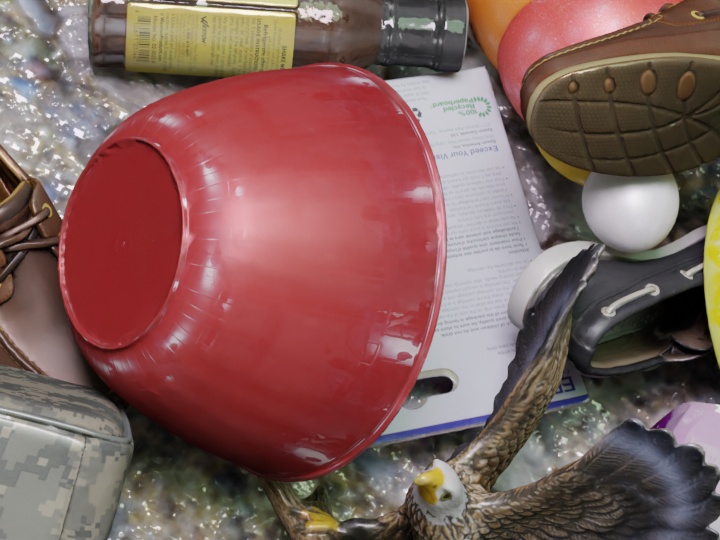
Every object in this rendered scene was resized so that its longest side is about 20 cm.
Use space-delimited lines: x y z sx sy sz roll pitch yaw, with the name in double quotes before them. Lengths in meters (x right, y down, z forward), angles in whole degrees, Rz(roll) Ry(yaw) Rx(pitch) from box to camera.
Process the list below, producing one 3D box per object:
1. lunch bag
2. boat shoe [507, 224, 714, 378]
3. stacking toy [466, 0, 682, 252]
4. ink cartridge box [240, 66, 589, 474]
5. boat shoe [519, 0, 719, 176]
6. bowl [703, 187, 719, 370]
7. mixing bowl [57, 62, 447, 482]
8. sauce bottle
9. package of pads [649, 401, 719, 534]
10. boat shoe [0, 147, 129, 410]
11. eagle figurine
"lunch bag" -0.215 0.120 1.005 0.200 0.139 0.168 14 93 -11
"boat shoe" 0.165 0.018 1.168 0.200 0.074 0.060 -1 35 -44
"stacking toy" 0.127 -0.093 1.169 0.146 0.146 0.200 8 50 -13
"ink cartridge box" 0.000 0.000 1.174 0.199 0.041 0.200 -9 71 -20
"boat shoe" 0.162 -0.096 1.101 0.200 0.072 0.068 -9 44 -23
"bowl" 0.279 0.020 1.164 0.200 0.108 0.200 18 64 -42
"mixing bowl" -0.067 -0.005 1.022 0.108 0.200 0.200 8 63 -41
"sauce bottle" -0.044 -0.131 1.190 0.200 0.065 0.065 5 66 -5
"package of pads" 0.143 0.171 1.100 0.076 0.121 0.200 26 64 -5
"boat shoe" -0.179 -0.010 1.101 0.072 0.068 0.200 -32 80 -26
"eagle figurine" 0.062 0.102 1.046 0.200 0.151 0.152 -29 100 4
